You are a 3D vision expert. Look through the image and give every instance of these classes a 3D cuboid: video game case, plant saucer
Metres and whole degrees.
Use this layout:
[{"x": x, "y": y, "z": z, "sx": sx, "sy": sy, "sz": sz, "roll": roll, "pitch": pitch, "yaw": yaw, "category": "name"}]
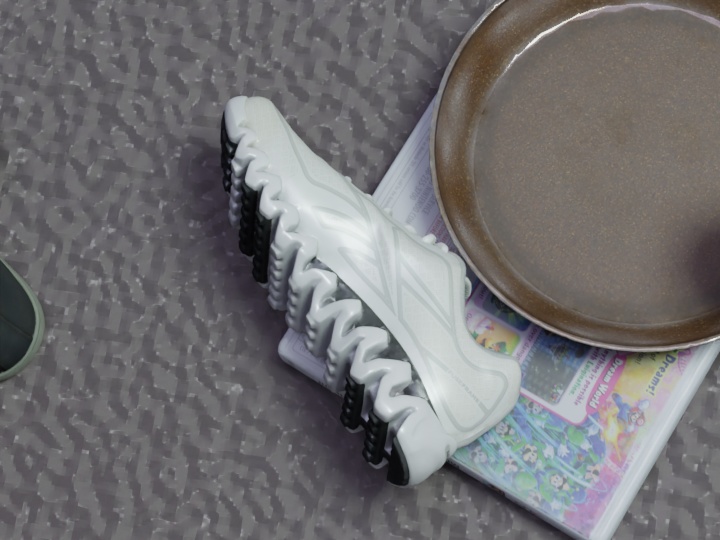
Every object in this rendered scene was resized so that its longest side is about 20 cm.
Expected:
[{"x": 0.087, "y": 0.002, "z": 0.957, "sx": 0.181, "sy": 0.024, "sz": 0.201, "roll": 30, "pitch": 79, "yaw": 14, "category": "video game case"}, {"x": 0.132, "y": -0.056, "z": 0.940, "sx": 0.198, "sy": 0.032, "sz": 0.202, "roll": -2, "pitch": 73, "yaw": 6, "category": "plant saucer"}]

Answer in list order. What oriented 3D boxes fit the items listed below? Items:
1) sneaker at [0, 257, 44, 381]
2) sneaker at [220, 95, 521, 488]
[{"x": -0.241, "y": -0.031, "z": 0.966, "sx": 0.199, "sy": 0.106, "sz": 0.075, "roll": 36, "pitch": 81, "yaw": 16, "category": "sneaker"}, {"x": 0.000, "y": 0.000, "z": 0.926, "sx": 0.081, "sy": 0.075, "sz": 0.201, "roll": -27, "pitch": 73, "yaw": -16, "category": "sneaker"}]
